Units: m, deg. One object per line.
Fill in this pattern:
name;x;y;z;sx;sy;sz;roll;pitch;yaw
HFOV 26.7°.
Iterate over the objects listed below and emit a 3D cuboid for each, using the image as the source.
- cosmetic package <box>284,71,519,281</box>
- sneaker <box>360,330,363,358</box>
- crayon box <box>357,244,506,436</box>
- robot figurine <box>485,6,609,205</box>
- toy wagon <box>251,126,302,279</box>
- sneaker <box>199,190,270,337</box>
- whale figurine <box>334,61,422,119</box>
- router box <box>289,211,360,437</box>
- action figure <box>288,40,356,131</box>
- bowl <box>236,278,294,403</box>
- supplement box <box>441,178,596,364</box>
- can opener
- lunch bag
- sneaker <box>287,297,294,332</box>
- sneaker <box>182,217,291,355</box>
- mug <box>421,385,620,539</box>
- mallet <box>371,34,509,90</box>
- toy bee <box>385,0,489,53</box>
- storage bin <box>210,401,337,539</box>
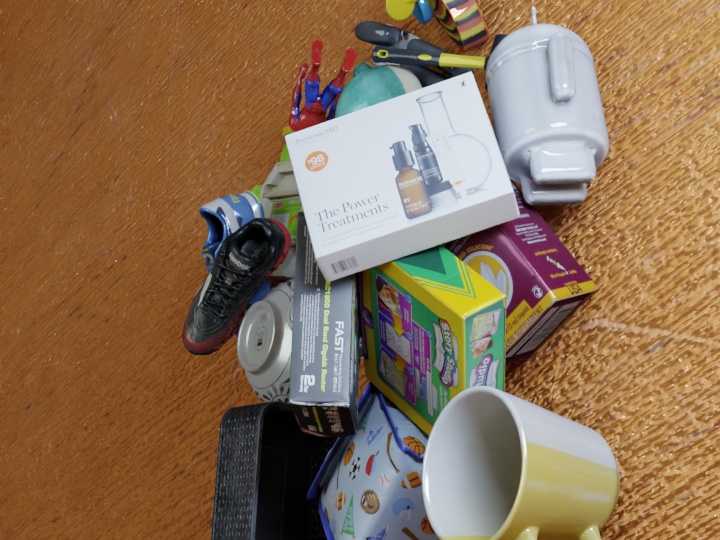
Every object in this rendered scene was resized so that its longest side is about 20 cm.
cosmetic package;0.038;-0.092;1.473;0.198;0.052;0.152;-19;56;4
sneaker;0.017;0.009;1.753;0.073;0.070;0.202;-31;54;46
crayon box;0.071;0.068;1.515;0.172;0.058;0.201;39;145;39
robot figurine;0.188;-0.165;1.541;0.170;0.112;0.202;110;157;-61
toy wagon;-0.093;-0.089;1.997;0.155;0.039;0.202;-2;76;55
sneaker;-0.168;-0.001;1.980;0.074;0.082;0.202;-10;87;54
whale figurine;0.005;-0.168;1.812;0.200;0.103;0.161;-14;88;64
router box;-0.034;0.057;1.549;0.150;0.061;0.202;83;-172;-72
action figure;-0.047;-0.237;1.899;0.200;0.065;0.100;115;167;-60
bowl;-0.092;0.090;1.879;0.200;0.094;0.203;-24;60;49
supplement box;0.128;-0.018;1.534;0.201;0.085;0.111;53;125;19
can opener;0.056;-0.254;1.810;0.200;0.066;0.054;37;110;55
lunch bag;0.027;0.214;1.640;0.171;0.123;0.200;-62;22;19
sneaker;0.000;0.000;1.679;0.199;0.071;0.073;-37;71;-11
sneaker;-0.161;0.014;1.887;0.201;0.071;0.098;-55;-9;-8
mug;0.159;0.212;1.409;0.149;0.152;0.189;-20;62;51
mallet;0.097;-0.227;1.711;0.198;0.041;0.067;1;84;34
toy bee;0.074;-0.341;1.760;0.199;0.109;0.131;29;64;35
storage bin;-0.091;0.261;1.771;0.093;0.134;0.202;-13;70;53
